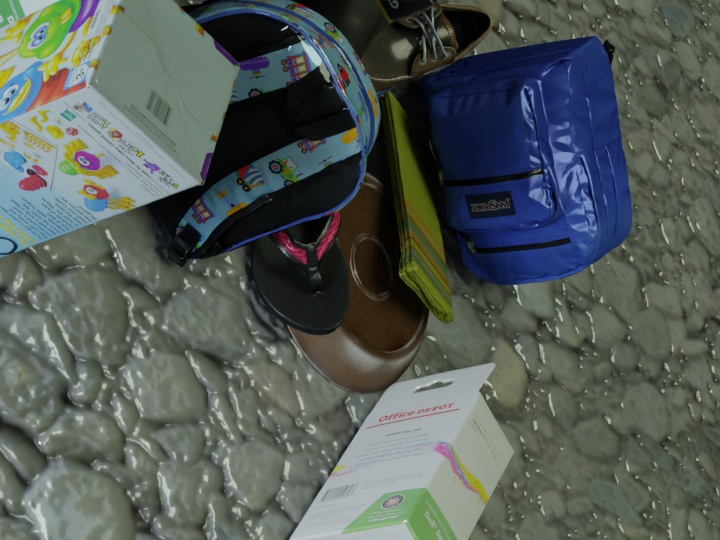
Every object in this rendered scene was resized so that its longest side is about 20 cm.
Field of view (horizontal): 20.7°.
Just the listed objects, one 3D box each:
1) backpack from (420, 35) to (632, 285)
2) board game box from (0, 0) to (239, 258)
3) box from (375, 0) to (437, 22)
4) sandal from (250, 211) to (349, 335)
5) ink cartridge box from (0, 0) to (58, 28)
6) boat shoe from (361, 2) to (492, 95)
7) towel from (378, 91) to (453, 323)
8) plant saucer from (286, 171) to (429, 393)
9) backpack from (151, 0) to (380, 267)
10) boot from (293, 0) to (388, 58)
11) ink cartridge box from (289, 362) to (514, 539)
[{"bbox_3d":[0.140,-0.086,1.737,0.168,0.162,0.200,-33,114,-52],"label":"backpack"},{"bbox_3d":[-0.192,-0.096,1.254,0.105,0.200,0.103,43,46,-35],"label":"board game box"},{"bbox_3d":[0.018,-0.316,1.526,0.200,0.049,0.160,58,35,-23],"label":"box"},{"bbox_3d":[-0.050,-0.047,1.537,0.075,0.045,0.200,-2,70,-16],"label":"sandal"},{"bbox_3d":[-0.155,-0.223,1.354,0.147,0.200,0.083,-28,100,-53],"label":"ink cartridge box"},{"bbox_3d":[0.047,-0.205,1.725,0.200,0.072,0.072,-32,103,-53],"label":"boat shoe"},{"bbox_3d":[0.046,-0.054,1.670,0.086,0.018,0.200,52,24,-48],"label":"towel"},{"bbox_3d":[0.000,0.000,1.622,0.200,0.032,0.201,25,57,-46],"label":"plant saucer"},{"bbox_3d":[-0.074,-0.118,1.423,0.183,0.200,0.135,62,38,-14],"label":"backpack"},{"bbox_3d":[-0.049,-0.264,1.626,0.200,0.138,0.077,35,0,2],"label":"boot"},{"bbox_3d":[0.042,0.163,1.541,0.067,0.117,0.200,59,39,-21],"label":"ink cartridge box"}]
